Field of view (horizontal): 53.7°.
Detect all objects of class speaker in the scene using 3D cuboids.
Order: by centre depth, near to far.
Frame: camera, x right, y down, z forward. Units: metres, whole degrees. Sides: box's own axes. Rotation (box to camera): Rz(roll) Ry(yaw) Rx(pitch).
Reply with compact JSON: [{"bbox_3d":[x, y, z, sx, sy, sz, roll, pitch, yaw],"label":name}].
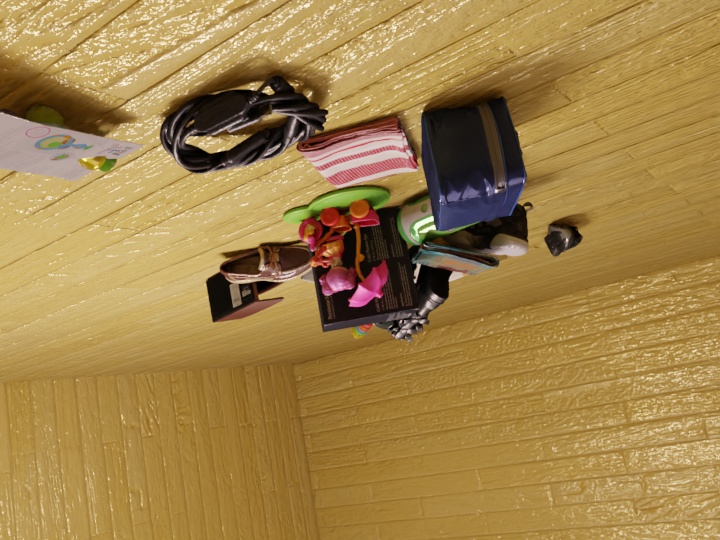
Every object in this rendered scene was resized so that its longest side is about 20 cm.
[{"bbox_3d":[0.160,-0.108,1.270,0.088,0.089,0.199,1,163,-45],"label":"speaker"}]

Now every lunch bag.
[{"bbox_3d":[0.158,-0.140,0.982,0.131,0.137,0.200,-11,169,3],"label":"lunch bag"}]

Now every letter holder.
[{"bbox_3d":[-0.235,0.042,1.600,0.141,0.102,0.199,-3,166,-40],"label":"letter holder"}]

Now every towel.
[{"bbox_3d":[0.004,-0.162,1.028,0.143,0.023,0.200,-12,169,11],"label":"towel"},{"bbox_3d":[0.176,-0.018,1.366,0.145,0.022,0.200,12,173,-1],"label":"towel"}]

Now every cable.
[{"bbox_3d":[-0.138,-0.167,0.837,0.199,0.051,0.163,-21,170,30],"label":"cable"}]

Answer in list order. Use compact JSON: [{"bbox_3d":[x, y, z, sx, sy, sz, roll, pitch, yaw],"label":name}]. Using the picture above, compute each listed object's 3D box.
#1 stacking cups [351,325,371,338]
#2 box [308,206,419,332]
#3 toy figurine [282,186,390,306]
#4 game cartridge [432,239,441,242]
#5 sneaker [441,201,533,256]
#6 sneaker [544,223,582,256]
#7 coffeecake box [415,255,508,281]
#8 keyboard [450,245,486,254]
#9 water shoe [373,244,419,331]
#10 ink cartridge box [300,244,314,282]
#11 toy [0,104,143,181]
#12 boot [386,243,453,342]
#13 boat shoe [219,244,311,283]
[{"bbox_3d":[0.009,0.222,2.778,0.060,0.061,0.200,-8,168,-13],"label":"stacking cups"},{"bbox_3d":[0.000,0.000,1.357,0.180,0.202,0.104,-8,169,-7],"label":"box"},{"bbox_3d":[-0.029,-0.027,1.238,0.198,0.186,0.150,-12,168,12],"label":"toy figurine"},{"bbox_3d":[0.104,-0.077,1.518,0.199,0.033,0.176,-17,167,38],"label":"game cartridge"},{"bbox_3d":[0.247,-0.095,1.390,0.199,0.115,0.075,9,170,42],"label":"sneaker"},{"bbox_3d":[0.508,-0.088,1.763,0.079,0.076,0.200,-25,174,4],"label":"sneaker"},{"bbox_3d":[0.228,-0.018,1.716,0.153,0.074,0.199,-19,177,-44],"label":"coffeecake box"},{"bbox_3d":[0.232,-0.066,1.523,0.103,0.040,0.200,-25,-168,16],"label":"keyboard"},{"bbox_3d":[0.091,0.033,1.483,0.079,0.201,0.071,26,175,31],"label":"water shoe"},{"bbox_3d":[-0.014,0.003,1.534,0.144,0.088,0.200,12,177,26],"label":"ink cartridge box"},{"bbox_3d":[-0.341,-0.142,0.751,0.114,0.048,0.200,-19,170,22],"label":"toy"},{"bbox_3d":[0.128,0.050,1.551,0.073,0.199,0.163,30,127,-14],"label":"boot"},{"bbox_3d":[-0.189,-0.016,1.444,0.198,0.073,0.072,-6,169,6],"label":"boat shoe"}]
